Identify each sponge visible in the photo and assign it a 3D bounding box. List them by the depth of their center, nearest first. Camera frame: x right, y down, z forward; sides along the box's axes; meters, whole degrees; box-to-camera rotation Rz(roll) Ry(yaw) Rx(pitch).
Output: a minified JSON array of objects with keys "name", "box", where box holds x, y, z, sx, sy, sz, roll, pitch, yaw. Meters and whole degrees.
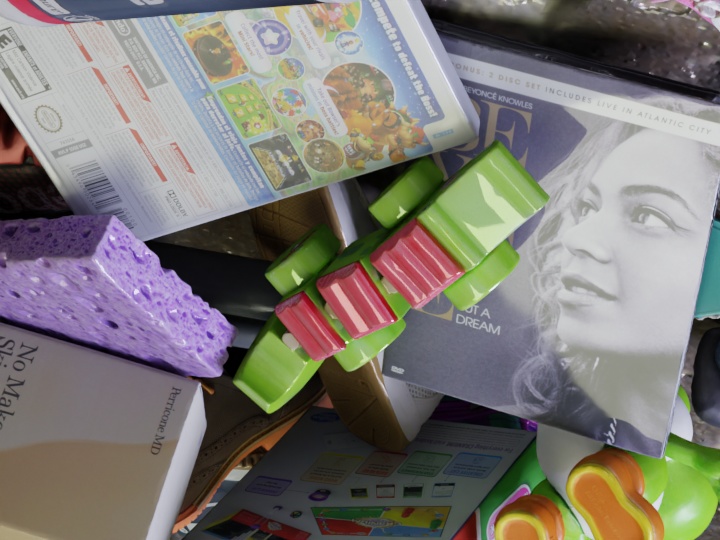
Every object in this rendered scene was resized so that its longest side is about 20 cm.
[{"name":"sponge","box":[-0.169,0.014,1.101,0.199,0.030,0.112,0,150,37]}]

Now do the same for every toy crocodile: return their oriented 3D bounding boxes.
[{"name":"toy crocodile","box":[0.010,0.003,1.031,0.200,0.062,0.068,-33,101,39]}]

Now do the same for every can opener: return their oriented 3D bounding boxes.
[{"name":"can opener","box":[-0.118,-0.003,1.139,0.199,0.067,0.053,13,144,15]}]

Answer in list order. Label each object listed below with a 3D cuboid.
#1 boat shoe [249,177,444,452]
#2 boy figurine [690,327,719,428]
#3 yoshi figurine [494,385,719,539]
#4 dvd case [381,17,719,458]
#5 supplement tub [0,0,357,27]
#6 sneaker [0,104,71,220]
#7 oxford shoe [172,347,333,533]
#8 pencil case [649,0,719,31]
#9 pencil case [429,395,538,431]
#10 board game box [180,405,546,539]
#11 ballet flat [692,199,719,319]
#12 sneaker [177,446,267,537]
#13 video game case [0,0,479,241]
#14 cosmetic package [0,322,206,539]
[{"name":"boat shoe","box":[0.000,0.000,1.149,0.071,0.069,0.201,20,140,41]},{"name":"boy figurine","box":[0.249,0.030,1.092,0.124,0.065,0.200,26,152,-15]},{"name":"yoshi figurine","box":[0.145,0.121,1.162,0.112,0.200,0.113,19,111,16]},{"name":"dvd case","box":[0.088,-0.011,1.035,0.148,0.016,0.201,16,126,14]},{"name":"supplement tub","box":[-0.053,-0.165,0.808,0.199,0.141,0.141,-2,147,26]},{"name":"sneaker","box":[-0.151,-0.063,1.100,0.199,0.071,0.098,9,157,1]},{"name":"oxford shoe","box":[-0.099,0.085,1.233,0.071,0.200,0.073,32,145,34]},{"name":"pencil case","box":[0.198,-0.102,0.857,0.199,0.094,0.091,26,148,-22]},{"name":"pencil case","box":[0.042,0.104,1.282,0.199,0.085,0.093,-9,128,36]},{"name":"board game box","box":[-0.010,0.144,1.150,0.152,0.200,0.041,4,120,33]},{"name":"ballet flat","box":[0.108,-0.018,1.075,0.199,0.072,0.072,3,149,22]},{"name":"sneaker","box":[-0.144,0.113,1.395,0.198,0.071,0.109,11,149,-1]},{"name":"video game case","box":[-0.064,-0.089,0.991,0.199,0.018,0.144,-16,126,20]},{"name":"cosmetic package","box":[-0.185,0.084,1.098,0.198,0.106,0.071,14,158,5]}]
